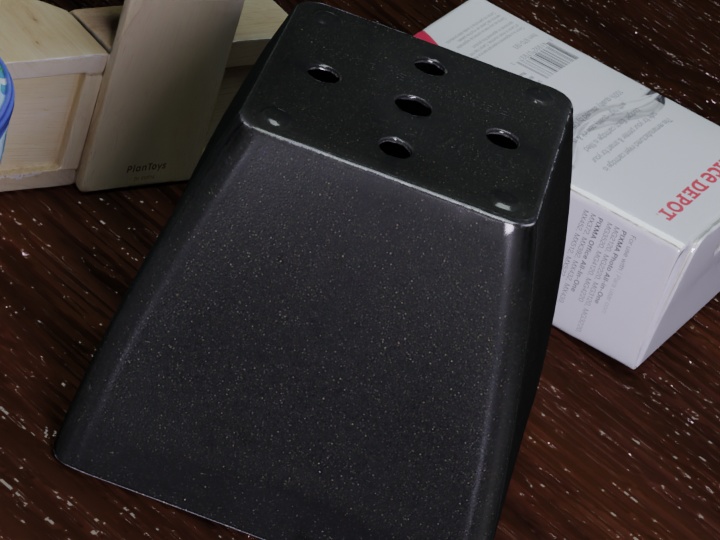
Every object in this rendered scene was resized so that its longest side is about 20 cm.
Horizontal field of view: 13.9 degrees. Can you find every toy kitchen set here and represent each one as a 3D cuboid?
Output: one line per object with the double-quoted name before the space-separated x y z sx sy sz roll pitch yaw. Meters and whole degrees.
"toy kitchen set" -0.148 -0.159 1.512 0.199 0.164 0.180 -8 40 -38

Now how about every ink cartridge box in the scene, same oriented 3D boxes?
"ink cartridge box" 0.102 -0.048 1.551 0.199 0.084 0.145 30 32 17

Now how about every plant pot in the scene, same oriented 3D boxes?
"plant pot" 0.000 0.000 1.329 0.199 0.178 0.200 21 31 1

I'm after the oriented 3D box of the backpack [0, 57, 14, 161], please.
"backpack" -0.248 -0.067 1.327 0.182 0.147 0.200 22 28 2
